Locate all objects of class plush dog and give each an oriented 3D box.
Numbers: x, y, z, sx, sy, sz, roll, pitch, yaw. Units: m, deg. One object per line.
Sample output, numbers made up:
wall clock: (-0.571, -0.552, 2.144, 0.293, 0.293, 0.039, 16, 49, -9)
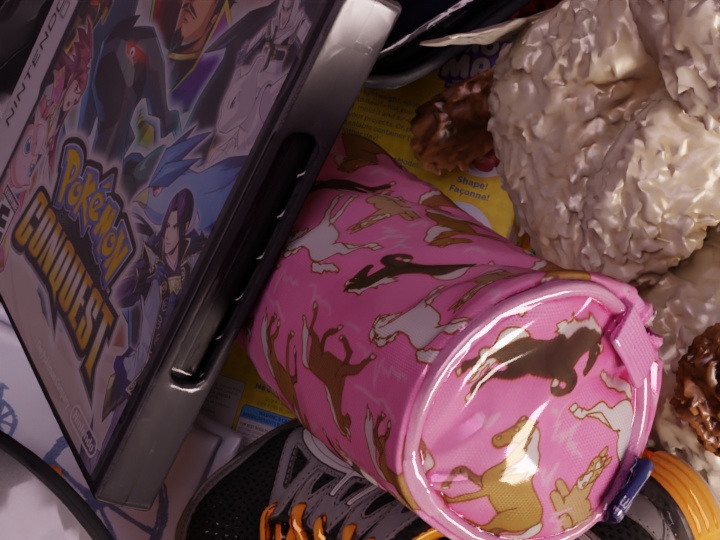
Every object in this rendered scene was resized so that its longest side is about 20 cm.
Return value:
plush dog: (0.109, -0.003, 0.685, 0.160, 0.200, 0.173, -22, 77, 17)

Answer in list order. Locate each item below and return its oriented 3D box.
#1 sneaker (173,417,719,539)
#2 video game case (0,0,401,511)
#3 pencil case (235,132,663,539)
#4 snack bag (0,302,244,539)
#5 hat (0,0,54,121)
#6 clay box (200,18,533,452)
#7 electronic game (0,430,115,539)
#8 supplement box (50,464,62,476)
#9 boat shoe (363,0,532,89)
sneaker: (0.013, 0.089, 0.668, 0.199, 0.077, 0.079, -6, 104, 37)
video game case: (-0.071, -0.050, 0.717, 0.181, 0.025, 0.200, -62, 33, 17)
pencil case: (0.015, 0.014, 0.650, 0.086, 0.200, 0.083, 13, 100, -26)
snack bag: (-0.154, 0.108, 0.787, 0.188, 0.021, 0.201, 25, 104, 17)
hat: (-0.168, -0.111, 0.824, 0.200, 0.201, 0.081, -33, 28, 5)
clay box: (0.000, 0.000, 0.781, 0.114, 0.048, 0.201, 16, 82, 19)
electronic game: (-0.143, 0.139, 0.681, 0.199, 0.042, 0.201, 5, 102, 26)
supplement box: (-0.115, 0.174, 0.732, 0.068, 0.066, 0.201, -15, 91, 21)
boat shoe: (0.058, -0.127, 0.701, 0.200, 0.075, 0.062, -36, 31, 2)
